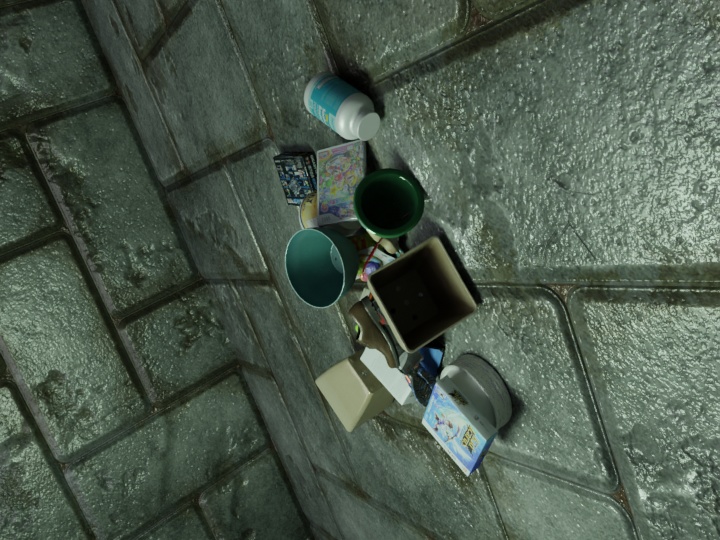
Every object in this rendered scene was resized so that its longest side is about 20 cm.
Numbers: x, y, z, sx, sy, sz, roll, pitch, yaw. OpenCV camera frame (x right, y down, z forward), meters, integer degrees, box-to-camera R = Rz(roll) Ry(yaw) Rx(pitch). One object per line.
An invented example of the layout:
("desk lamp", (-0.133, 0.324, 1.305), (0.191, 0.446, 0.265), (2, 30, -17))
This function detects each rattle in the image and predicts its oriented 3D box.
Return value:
("rattle", (0.093, -0.117, 1.650), (0.201, 0.142, 0.130), (50, -174, -8))

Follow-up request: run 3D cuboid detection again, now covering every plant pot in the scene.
("plant pot", (0.130, 0.068, 1.570), (0.202, 0.197, 0.177), (60, 166, 4))
("plant pot", (-0.078, -0.021, 1.673), (0.197, 0.134, 0.205), (13, 112, 35))
("plant pot", (0.009, 0.346, 2.043), (0.201, 0.198, 0.178), (52, 140, 17))

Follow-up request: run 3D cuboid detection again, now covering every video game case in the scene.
("video game case", (0.238, 0.385, 1.600), (0.181, 0.045, 0.202), (46, 149, 28))
("video game case", (-0.048, -0.219, 1.637), (0.140, 0.018, 0.205), (-8, 75, 28))

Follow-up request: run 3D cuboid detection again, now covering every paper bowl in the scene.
("paper bowl", (0.277, 0.324, 1.640), (0.200, 0.103, 0.203), (41, 147, 34))

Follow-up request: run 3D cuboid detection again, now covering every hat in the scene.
("hat", (0.049, -0.125, 1.579), (0.167, 0.198, 0.176), (53, 165, 11))

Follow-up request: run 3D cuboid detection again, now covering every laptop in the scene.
("laptop", (0.126, 0.198, 1.775), (0.187, 0.199, 0.117), (42, 104, 33))

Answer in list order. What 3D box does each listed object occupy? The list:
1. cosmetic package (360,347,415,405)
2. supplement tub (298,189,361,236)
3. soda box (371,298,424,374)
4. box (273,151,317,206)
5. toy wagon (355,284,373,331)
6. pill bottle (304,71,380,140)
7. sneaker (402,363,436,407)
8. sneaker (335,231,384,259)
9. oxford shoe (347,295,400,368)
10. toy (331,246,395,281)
("cosmetic package", (0.100, 0.284, 1.904), (0.200, 0.071, 0.103), (45, 116, 31))
("supplement tub", (-0.071, -0.161, 1.769), (0.199, 0.143, 0.147), (-9, 107, 61))
("soda box", (0.075, 0.172, 1.689), (0.201, 0.070, 0.063), (51, 169, -4))
("box", (-0.183, -0.275, 1.968), (0.198, 0.045, 0.162), (13, 125, 56))
("toy wagon", (0.043, 0.114, 1.802), (0.039, 0.155, 0.203), (19, 132, 30))
("pill bottle", (-0.040, -0.387, 1.553), (0.200, 0.110, 0.112), (42, 146, 35))
("sneaker", (0.151, 0.282, 1.779), (0.203, 0.074, 0.078), (61, 175, -9))
("sneaker", (-0.019, -0.060, 1.762), (0.197, 0.090, 0.080), (-16, 84, 30))
("oxford shoe", (0.032, 0.164, 1.594), (0.202, 0.083, 0.073), (59, 179, -14))
("toy", (0.000, 0.000, 1.756), (0.198, 0.114, 0.048), (-17, 59, 42))
